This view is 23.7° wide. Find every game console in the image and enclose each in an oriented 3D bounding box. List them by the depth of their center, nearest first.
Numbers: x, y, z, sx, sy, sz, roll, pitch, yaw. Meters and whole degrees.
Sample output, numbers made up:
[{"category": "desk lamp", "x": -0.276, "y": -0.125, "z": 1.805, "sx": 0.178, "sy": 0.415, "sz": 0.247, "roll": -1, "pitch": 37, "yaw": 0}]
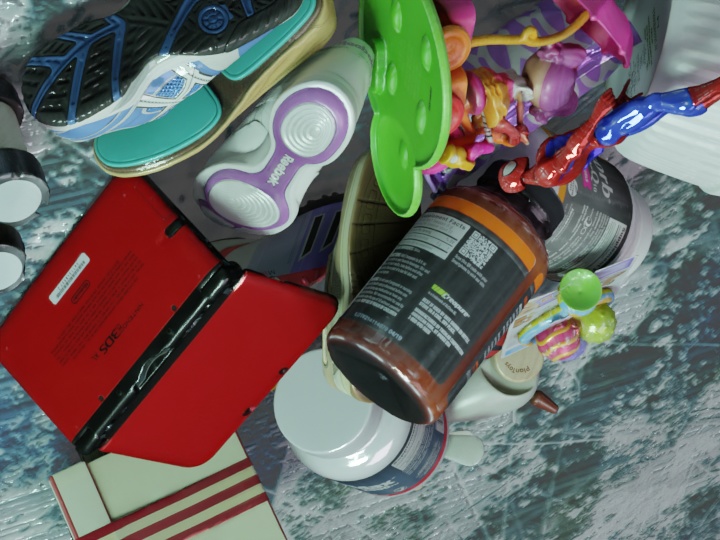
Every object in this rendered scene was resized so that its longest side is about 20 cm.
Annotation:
[{"category": "game console", "x": -0.150, "y": 0.041, "z": 1.308, "sx": 0.200, "sy": 0.172, "sz": 0.119, "roll": -49, "pitch": 168, "yaw": 23}]

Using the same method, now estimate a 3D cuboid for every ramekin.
[{"category": "ramekin", "x": 0.263, "y": -0.164, "z": 1.329, "sx": 0.104, "sy": 0.201, "sz": 0.201, "roll": 12, "pitch": 135, "yaw": -7}]

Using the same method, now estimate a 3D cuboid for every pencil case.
[{"category": "pencil case", "x": 0.116, "y": -0.141, "z": 1.331, "sx": 0.200, "sy": 0.086, "sz": 0.084, "roll": -38, "pitch": 113, "yaw": 4}]

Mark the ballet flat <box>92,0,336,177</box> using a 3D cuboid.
[{"category": "ballet flat", "x": -0.095, "y": -0.126, "z": 1.191, "sx": 0.200, "sy": 0.069, "sz": 0.063, "roll": -36, "pitch": 161, "yaw": 7}]

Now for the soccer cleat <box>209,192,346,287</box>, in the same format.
[{"category": "soccer cleat", "x": -0.055, "y": -0.003, "z": 1.376, "sx": 0.199, "sy": 0.073, "sz": 0.068, "roll": -20, "pitch": 146, "yaw": -19}]

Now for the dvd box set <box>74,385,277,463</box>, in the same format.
[{"category": "dvd box set", "x": -0.156, "y": 0.086, "z": 1.446, "sx": 0.199, "sy": 0.029, "sz": 0.147, "roll": -24, "pitch": 147, "yaw": -12}]

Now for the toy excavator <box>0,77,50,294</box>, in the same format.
[{"category": "toy excavator", "x": -0.298, "y": -0.078, "z": 1.061, "sx": 0.199, "sy": 0.100, "sz": 0.195, "roll": -1, "pitch": 135, "yaw": -28}]

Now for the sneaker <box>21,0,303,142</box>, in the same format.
[{"category": "sneaker", "x": -0.129, "y": -0.150, "z": 1.136, "sx": 0.199, "sy": 0.076, "sz": 0.077, "roll": -27, "pitch": 165, "yaw": -5}]

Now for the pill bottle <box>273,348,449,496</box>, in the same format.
[{"category": "pill bottle", "x": -0.002, "y": 0.132, "z": 1.523, "sx": 0.119, "sy": 0.120, "sz": 0.200, "roll": -37, "pitch": 158, "yaw": 7}]

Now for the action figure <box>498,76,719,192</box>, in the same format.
[{"category": "action figure", "x": 0.185, "y": -0.107, "z": 1.232, "sx": 0.199, "sy": 0.052, "sz": 0.065, "roll": -30, "pitch": 175, "yaw": 22}]

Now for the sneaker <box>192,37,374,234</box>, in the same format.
[{"category": "sneaker", "x": -0.050, "y": -0.095, "z": 1.255, "sx": 0.075, "sy": 0.100, "sz": 0.200, "roll": 39, "pitch": 137, "yaw": -13}]

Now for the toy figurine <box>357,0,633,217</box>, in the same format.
[{"category": "toy figurine", "x": 0.108, "y": -0.143, "z": 1.235, "sx": 0.183, "sy": 0.150, "sz": 0.201, "roll": -13, "pitch": 131, "yaw": -19}]

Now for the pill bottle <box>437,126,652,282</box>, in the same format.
[{"category": "pill bottle", "x": 0.163, "y": -0.053, "z": 1.460, "sx": 0.116, "sy": 0.117, "sz": 0.200, "roll": -46, "pitch": 146, "yaw": 19}]

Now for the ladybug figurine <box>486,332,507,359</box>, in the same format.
[{"category": "ladybug figurine", "x": 0.076, "y": 0.038, "z": 1.546, "sx": 0.199, "sy": 0.072, "sz": 0.136, "roll": 6, "pitch": 130, "yaw": -45}]

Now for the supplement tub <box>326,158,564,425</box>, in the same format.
[{"category": "supplement tub", "x": 0.071, "y": 0.011, "z": 1.293, "sx": 0.200, "sy": 0.107, "sz": 0.107, "roll": -50, "pitch": 152, "yaw": -18}]

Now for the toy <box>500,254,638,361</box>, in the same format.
[{"category": "toy", "x": 0.186, "y": 0.048, "z": 1.499, "sx": 0.115, "sy": 0.047, "sz": 0.200, "roll": -23, "pitch": 163, "yaw": -4}]

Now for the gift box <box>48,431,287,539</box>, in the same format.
[{"category": "gift box", "x": -0.162, "y": 0.247, "z": 1.467, "sx": 0.186, "sy": 0.201, "sz": 0.185, "roll": -23, "pitch": 158, "yaw": -11}]

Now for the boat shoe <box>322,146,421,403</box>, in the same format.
[{"category": "boat shoe", "x": 0.000, "y": 0.000, "z": 1.346, "sx": 0.072, "sy": 0.065, "sz": 0.202, "roll": -3, "pitch": 100, "yaw": -36}]

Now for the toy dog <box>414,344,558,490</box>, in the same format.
[{"category": "toy dog", "x": 0.111, "y": 0.144, "z": 1.649, "sx": 0.200, "sy": 0.096, "sz": 0.132, "roll": -42, "pitch": -177, "yaw": 14}]
